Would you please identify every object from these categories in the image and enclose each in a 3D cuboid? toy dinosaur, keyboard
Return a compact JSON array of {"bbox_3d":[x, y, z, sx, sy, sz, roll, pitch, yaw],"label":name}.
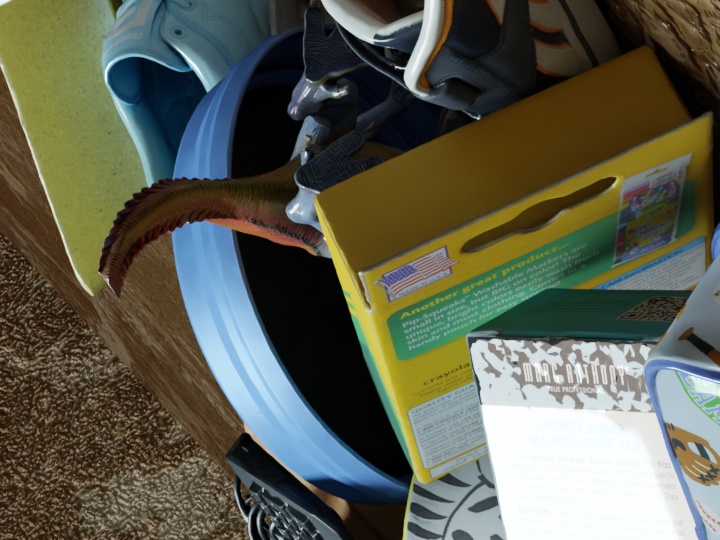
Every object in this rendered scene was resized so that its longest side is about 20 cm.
[{"bbox_3d":[-0.001,-0.039,1.024,0.181,0.200,0.105,78,175,-72],"label":"toy dinosaur"},{"bbox_3d":[-0.004,0.151,1.112,0.104,0.040,0.200,35,162,52],"label":"keyboard"}]

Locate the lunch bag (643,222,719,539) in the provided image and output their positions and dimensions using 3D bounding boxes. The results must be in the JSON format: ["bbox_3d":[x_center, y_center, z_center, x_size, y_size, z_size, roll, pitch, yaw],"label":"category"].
[{"bbox_3d":[0.180,0.070,0.781,0.160,0.076,0.200,9,147,36],"label":"lunch bag"}]

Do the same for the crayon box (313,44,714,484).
[{"bbox_3d":[0.058,-0.004,0.936,0.200,0.126,0.052,74,171,-66],"label":"crayon box"}]

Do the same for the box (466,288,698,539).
[{"bbox_3d":[0.097,0.107,0.880,0.082,0.049,0.200,1,108,39],"label":"box"}]

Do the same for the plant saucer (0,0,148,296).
[{"bbox_3d":[-0.113,-0.113,1.228,0.200,0.048,0.200,-64,-43,-69],"label":"plant saucer"}]

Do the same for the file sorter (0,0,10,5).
[{"bbox_3d":[-0.153,-0.216,1.017,0.200,0.125,0.139,52,-178,-20],"label":"file sorter"}]

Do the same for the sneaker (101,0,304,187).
[{"bbox_3d":[-0.074,-0.104,1.131,0.082,0.074,0.200,11,-127,-52],"label":"sneaker"}]

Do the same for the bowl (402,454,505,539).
[{"bbox_3d":[0.114,0.111,1.076,0.094,0.201,0.201,6,142,39],"label":"bowl"}]

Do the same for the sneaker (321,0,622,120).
[{"bbox_3d":[0.030,-0.090,0.897,0.078,0.079,0.200,42,169,34],"label":"sneaker"}]

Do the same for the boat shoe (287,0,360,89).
[{"bbox_3d":[-0.013,-0.060,1.237,0.069,0.071,0.200,45,160,26],"label":"boat shoe"}]

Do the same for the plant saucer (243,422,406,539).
[{"bbox_3d":[0.013,0.141,1.197,0.200,0.032,0.200,47,168,14],"label":"plant saucer"}]

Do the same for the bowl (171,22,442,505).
[{"bbox_3d":[0.000,0.000,1.085,0.039,0.201,0.201,-21,116,35],"label":"bowl"}]
